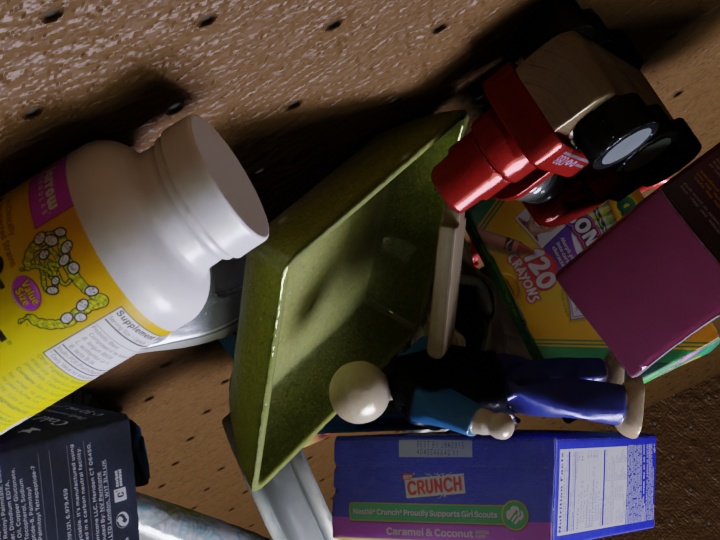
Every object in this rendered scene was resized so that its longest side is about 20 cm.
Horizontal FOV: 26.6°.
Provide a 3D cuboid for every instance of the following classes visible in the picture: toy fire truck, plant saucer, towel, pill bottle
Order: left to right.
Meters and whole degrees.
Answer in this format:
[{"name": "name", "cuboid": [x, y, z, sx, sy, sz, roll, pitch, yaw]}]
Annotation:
[{"name": "pill bottle", "cuboid": [-0.149, 0.002, 0.774, 0.199, 0.105, 0.104, -31, 165, 10]}, {"name": "towel", "cuboid": [-0.180, 0.207, 1.189, 0.199, 0.049, 0.171, -5, 157, 44]}, {"name": "plant saucer", "cuboid": [-0.065, 0.154, 1.188, 0.050, 0.201, 0.200, -23, 165, -5]}, {"name": "plant saucer", "cuboid": [-0.017, 0.009, 0.960, 0.200, 0.048, 0.201, -42, 153, -41]}, {"name": "toy fire truck", "cuboid": [0.107, -0.051, 0.971, 0.199, 0.129, 0.176, -37, 164, 19]}]

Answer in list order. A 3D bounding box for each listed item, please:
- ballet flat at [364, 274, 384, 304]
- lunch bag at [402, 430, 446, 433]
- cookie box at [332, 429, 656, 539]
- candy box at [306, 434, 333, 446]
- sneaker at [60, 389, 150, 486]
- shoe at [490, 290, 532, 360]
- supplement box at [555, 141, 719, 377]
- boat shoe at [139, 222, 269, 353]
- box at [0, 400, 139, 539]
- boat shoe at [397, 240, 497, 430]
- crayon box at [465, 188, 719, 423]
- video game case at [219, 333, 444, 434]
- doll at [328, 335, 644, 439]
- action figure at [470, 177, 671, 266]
[{"name": "ballet flat", "cuboid": [0.000, 0.000, 1.104, 0.066, 0.067, 0.200, -28, 166, -15]}, {"name": "lunch bag", "cuboid": [0.107, 0.092, 1.524, 0.163, 0.118, 0.200, -29, 171, 7]}, {"name": "cookie box", "cuboid": [0.100, 0.152, 1.091, 0.170, 0.076, 0.200, -3, 174, 30]}, {"name": "candy box", "cuboid": [0.038, 0.077, 1.317, 0.199, 0.057, 0.117, -22, 164, -27]}, {"name": "sneaker", "cuboid": [-0.227, 0.147, 1.192, 0.081, 0.074, 0.200, -16, 161, 4]}, {"name": "shoe", "cuboid": [0.140, 0.005, 1.185, 0.069, 0.202, 0.053, 12, 161, -1]}, {"name": "supplement box", "cuboid": [0.232, -0.027, 1.001, 0.200, 0.086, 0.110, -32, 172, -45]}, {"name": "boat shoe", "cuboid": [-0.121, 0.009, 0.913, 0.200, 0.070, 0.072, -19, 164, -27]}, {"name": "box", "cuboid": [-0.262, 0.147, 0.865, 0.199, 0.125, 0.196, 4, -168, 42]}, {"name": "boat shoe", "cuboid": [0.070, 0.027, 1.129, 0.074, 0.201, 0.068, 29, 126, -22]}, {"name": "crayon box", "cuboid": [0.155, -0.007, 1.092, 0.118, 0.201, 0.058, -26, 167, -4]}, {"name": "video game case", "cuboid": [0.002, 0.075, 1.155, 0.199, 0.143, 0.018, 3, 119, -35]}, {"name": "doll", "cuboid": [0.079, 0.076, 0.974, 0.198, 0.049, 0.137, 2, -159, -10]}, {"name": "action figure", "cuboid": [0.161, -0.028, 1.284, 0.199, 0.065, 0.099, -24, 148, -13]}]
